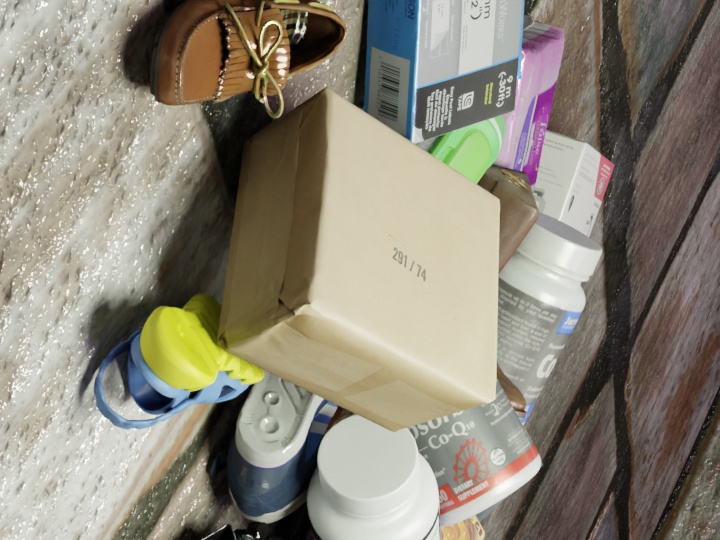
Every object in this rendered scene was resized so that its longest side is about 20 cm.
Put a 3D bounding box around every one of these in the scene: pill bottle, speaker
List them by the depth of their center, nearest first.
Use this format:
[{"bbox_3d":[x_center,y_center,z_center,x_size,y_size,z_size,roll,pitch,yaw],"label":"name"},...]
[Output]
[{"bbox_3d":[0.012,0.211,1.362,0.112,0.110,0.201,-55,155,-33],"label":"pill bottle"},{"bbox_3d":[0.066,0.115,1.438,0.115,0.201,0.116,-30,178,-1],"label":"pill bottle"},{"bbox_3d":[0.055,-0.076,1.450,0.201,0.088,0.089,-54,153,-35],"label":"speaker"},{"bbox_3d":[0.154,0.047,1.600,0.202,0.113,0.114,-64,159,14],"label":"pill bottle"}]

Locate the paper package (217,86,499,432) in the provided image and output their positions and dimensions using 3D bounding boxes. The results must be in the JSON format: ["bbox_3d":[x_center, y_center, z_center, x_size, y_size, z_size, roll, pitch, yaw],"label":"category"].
[{"bbox_3d":[0.004,-0.003,1.200,0.199,0.103,0.193,29,53,-37],"label":"paper package"}]

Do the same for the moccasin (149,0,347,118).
[{"bbox_3d":[-0.074,-0.149,1.099,0.201,0.077,0.074,-24,130,-61],"label":"moccasin"}]

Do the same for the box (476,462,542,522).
[{"bbox_3d":[0.102,0.174,1.685,0.051,0.159,0.200,-30,178,30],"label":"box"}]

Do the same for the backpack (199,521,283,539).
[{"bbox_3d":[-0.125,0.309,1.278,0.199,0.126,0.168,-17,131,-55],"label":"backpack"}]

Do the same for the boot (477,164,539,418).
[{"bbox_3d":[0.128,0.012,1.520,0.201,0.186,0.064,-59,154,10],"label":"boot"}]

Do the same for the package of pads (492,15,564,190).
[{"bbox_3d":[0.138,-0.145,1.598,0.120,0.075,0.202,-30,135,-56],"label":"package of pads"}]

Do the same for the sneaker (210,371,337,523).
[{"bbox_3d":[-0.055,0.121,1.380,0.147,0.080,0.201,99,16,-51],"label":"sneaker"}]

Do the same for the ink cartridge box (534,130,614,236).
[{"bbox_3d":[0.203,-0.047,1.817,0.146,0.082,0.202,17,92,-68],"label":"ink cartridge box"}]

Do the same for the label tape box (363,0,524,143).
[{"bbox_3d":[0.094,-0.204,1.380,0.199,0.066,0.145,-20,123,-38],"label":"label tape box"}]

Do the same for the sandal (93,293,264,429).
[{"bbox_3d":[-0.133,0.069,1.165,0.087,0.080,0.200,-37,168,11],"label":"sandal"}]

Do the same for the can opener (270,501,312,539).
[{"bbox_3d":[-0.053,0.235,1.480,0.064,0.078,0.202,57,45,-47],"label":"can opener"}]

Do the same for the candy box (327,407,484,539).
[{"bbox_3d":[0.040,0.204,1.520,0.201,0.055,0.116,63,27,-15],"label":"candy box"}]
